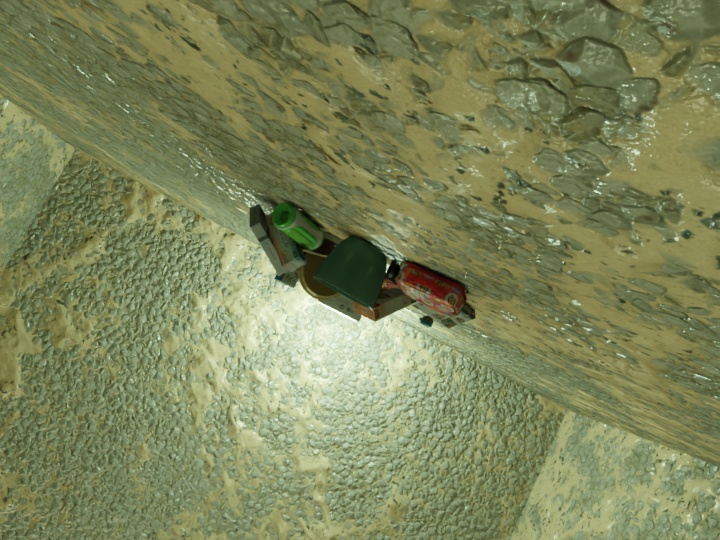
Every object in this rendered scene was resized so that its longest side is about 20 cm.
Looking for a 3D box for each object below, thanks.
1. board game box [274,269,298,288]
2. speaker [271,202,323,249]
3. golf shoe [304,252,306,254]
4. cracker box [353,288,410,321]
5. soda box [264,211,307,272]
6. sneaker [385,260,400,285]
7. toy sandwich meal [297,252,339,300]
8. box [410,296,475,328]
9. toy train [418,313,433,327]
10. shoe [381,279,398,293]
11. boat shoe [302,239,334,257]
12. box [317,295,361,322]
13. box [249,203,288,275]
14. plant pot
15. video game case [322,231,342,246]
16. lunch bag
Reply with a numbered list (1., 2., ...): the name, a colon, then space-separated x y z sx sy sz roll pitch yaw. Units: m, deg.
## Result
1. board game box: -0.262 -0.035 2.120 0.064 0.201 0.147 29 172 -20
2. speaker: -0.189 -0.132 1.619 0.088 0.089 0.200 23 172 30
3. golf shoe: -0.222 -0.098 1.875 0.200 0.077 0.088 48 -172 -27
4. cracker box: 0.090 0.114 1.959 0.134 0.199 0.058 17 124 54
5. soda box: -0.242 -0.100 1.698 0.201 0.068 0.064 67 -169 25
6. sneaker: 0.130 0.021 1.638 0.104 0.060 0.200 26 177 1
7. toy sandwich meal: -0.125 0.008 1.830 0.204 0.206 0.070 29 165 -17
8. box: 0.263 0.117 1.673 0.110 0.035 0.200 -27 134 36
9. toy train: 0.243 0.143 1.834 0.084 0.116 0.200 27 173 6
10. shoe: 0.084 0.055 1.908 0.199 0.091 0.071 20 170 47
11. boat shoe: -0.168 -0.087 1.763 0.199 0.073 0.072 18 169 18
12. box: -0.054 0.089 2.235 0.198 0.201 0.171 26 175 -1
13. box: -0.303 -0.102 1.743 0.156 0.041 0.201 -110 -4 -60
14. plant pot: -0.014 -0.002 1.559 0.200 0.162 0.201 29 174 3
15. video game case: -0.122 -0.105 1.817 0.199 0.022 0.182 26 173 16
16. lunch bag: 0.196 0.051 1.489 0.199 0.082 0.176 25 172 22
